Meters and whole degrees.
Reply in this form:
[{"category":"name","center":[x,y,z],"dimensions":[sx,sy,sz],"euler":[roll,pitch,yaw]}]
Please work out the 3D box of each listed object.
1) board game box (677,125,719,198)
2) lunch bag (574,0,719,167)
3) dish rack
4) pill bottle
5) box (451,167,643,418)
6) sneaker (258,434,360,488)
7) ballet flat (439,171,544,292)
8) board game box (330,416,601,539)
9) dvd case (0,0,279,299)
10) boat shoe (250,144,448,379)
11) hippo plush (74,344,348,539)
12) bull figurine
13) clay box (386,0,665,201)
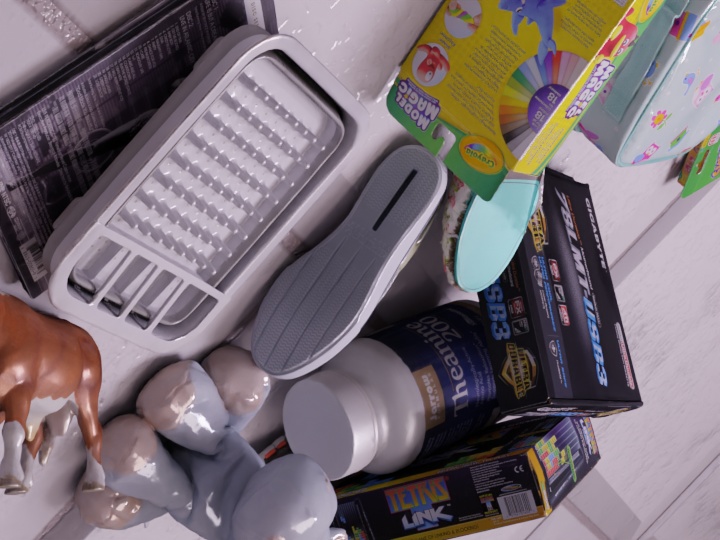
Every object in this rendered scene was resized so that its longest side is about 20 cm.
[{"category":"board game box","center":[0.387,-0.146,1.561],"dimensions":[0.199,0.030,0.096],"euler":[-32,150,-33]},{"category":"lunch bag","center":[0.257,-0.182,1.258],"dimensions":[0.159,0.077,0.201],"euler":[-14,139,-46]},{"category":"dish rack","center":[-0.093,-0.050,0.923],"dimensions":[0.200,0.044,0.171],"euler":[-47,154,4]},{"category":"pill bottle","center":[0.035,0.100,1.288],"dimensions":[0.199,0.111,0.112],"euler":[-19,144,-43]},{"category":"box","center":[0.152,0.016,1.261],"dimensions":[0.049,0.203,0.198],"euler":[-18,166,29]},{"category":"sneaker","center":[-0.032,0.188,1.347],"dimensions":[0.077,0.082,0.199],"euler":[-54,154,20]},{"category":"ballet flat","center":[0.100,-0.083,1.141],"dimensions":[0.075,0.064,0.202],"euler":[4,117,-29]},{"category":"board game box","center":[0.081,0.174,1.294],"dimensions":[0.198,0.057,0.165],"euler":[-18,-177,25]},{"category":"dvd case","center":[-0.126,-0.083,0.893],"dimensions":[0.199,0.016,0.149],"euler":[-37,153,-17]},{"category":"boat shoe","center":[0.000,0.000,1.141],"dimensions":[0.200,0.072,0.062],"euler":[-49,158,2]},{"category":"hippo plush","center":[-0.102,0.176,1.134],"dimensions":[0.158,0.161,0.201],"euler":[-27,149,-33]},{"category":"bull figurine","center":[-0.201,0.064,0.895],"dimensions":[0.064,0.123,0.200],"euler":[-7,170,17]},{"category":"clay box","center":[0.112,-0.155,1.033],"dimensions":[0.201,0.115,0.047],"euler":[-55,153,20]}]
